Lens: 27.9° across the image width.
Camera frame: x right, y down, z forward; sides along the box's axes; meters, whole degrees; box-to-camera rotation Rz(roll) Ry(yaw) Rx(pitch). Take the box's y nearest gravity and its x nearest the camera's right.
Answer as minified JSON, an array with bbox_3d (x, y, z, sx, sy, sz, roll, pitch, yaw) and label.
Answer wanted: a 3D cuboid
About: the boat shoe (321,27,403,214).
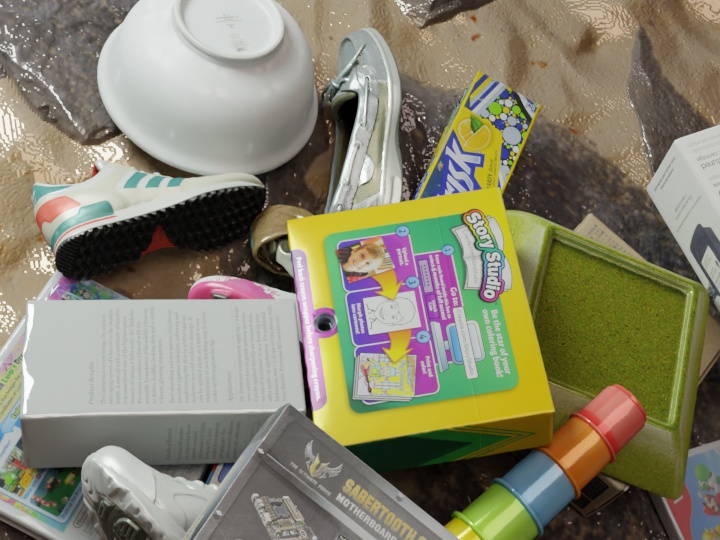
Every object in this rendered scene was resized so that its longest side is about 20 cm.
[{"bbox_3d":[-0.004,-0.124,1.265,0.064,0.074,0.205,7,66,-20],"label":"boat shoe"}]

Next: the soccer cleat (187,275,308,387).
[{"bbox_3d":[-0.043,0.054,1.163,0.198,0.070,0.087,27,34,0],"label":"soccer cleat"}]

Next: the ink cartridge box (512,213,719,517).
[{"bbox_3d":[0.192,0.077,1.216,0.164,0.075,0.200,42,56,5],"label":"ink cartridge box"}]

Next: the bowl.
[{"bbox_3d":[-0.121,-0.185,1.235,0.198,0.091,0.203,10,51,-12],"label":"bowl"}]

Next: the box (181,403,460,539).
[{"bbox_3d":[-0.019,0.211,0.940,0.199,0.048,0.159,38,60,-5],"label":"box"}]

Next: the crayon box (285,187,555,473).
[{"bbox_3d":[0.041,0.044,1.079,0.170,0.059,0.202,-8,56,-2],"label":"crayon box"}]

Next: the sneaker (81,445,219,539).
[{"bbox_3d":[-0.101,0.179,0.999,0.199,0.078,0.100,40,49,-5],"label":"sneaker"}]

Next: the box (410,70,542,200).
[{"bbox_3d":[0.090,-0.076,1.274,0.069,0.064,0.201,28,56,-2],"label":"box"}]

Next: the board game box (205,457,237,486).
[{"bbox_3d":[-0.054,0.258,1.040,0.198,0.056,0.197,27,57,-3],"label":"board game box"}]

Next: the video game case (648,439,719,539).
[{"bbox_3d":[0.348,0.206,1.231,0.198,0.017,0.144,-13,67,-24],"label":"video game case"}]

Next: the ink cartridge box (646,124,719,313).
[{"bbox_3d":[0.360,-0.029,1.233,0.143,0.085,0.202,-18,66,-19],"label":"ink cartridge box"}]

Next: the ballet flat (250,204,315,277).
[{"bbox_3d":[0.000,0.000,1.178,0.197,0.068,0.073,19,33,4],"label":"ballet flat"}]

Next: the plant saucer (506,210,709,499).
[{"bbox_3d":[0.190,0.054,1.156,0.198,0.048,0.202,21,58,-6],"label":"plant saucer"}]

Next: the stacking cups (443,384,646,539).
[{"bbox_3d":[0.130,0.164,1.057,0.199,0.061,0.061,-37,77,-16],"label":"stacking cups"}]

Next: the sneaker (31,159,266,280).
[{"bbox_3d":[-0.172,-0.061,1.172,0.198,0.071,0.094,-17,55,-32],"label":"sneaker"}]

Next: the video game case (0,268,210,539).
[{"bbox_3d":[-0.197,0.112,1.083,0.180,0.024,0.201,26,57,4],"label":"video game case"}]

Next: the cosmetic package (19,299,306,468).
[{"bbox_3d":[-0.143,0.081,1.049,0.197,0.072,0.102,1,52,-10],"label":"cosmetic package"}]
